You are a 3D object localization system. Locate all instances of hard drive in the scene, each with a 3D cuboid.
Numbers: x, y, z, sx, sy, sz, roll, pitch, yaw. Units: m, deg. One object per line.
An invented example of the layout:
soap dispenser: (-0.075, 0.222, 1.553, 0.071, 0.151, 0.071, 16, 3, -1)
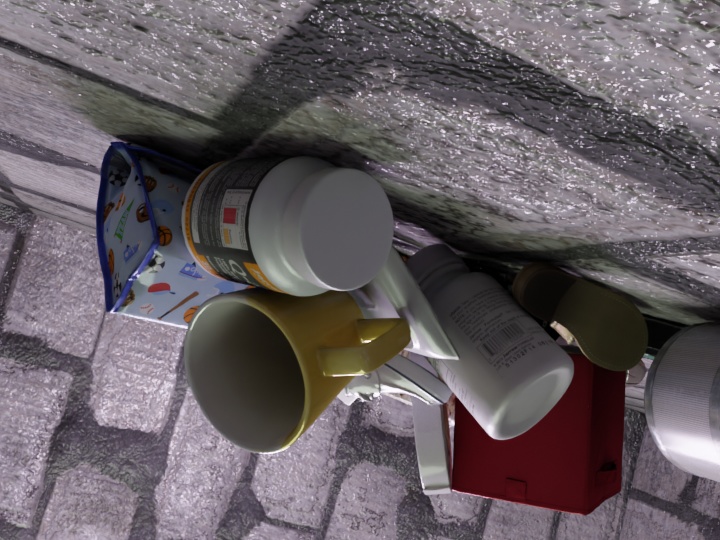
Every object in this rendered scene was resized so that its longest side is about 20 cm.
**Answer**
hard drive: (0.397, 0.096, 1.015, 0.196, 0.039, 0.140, 14, 173, 21)

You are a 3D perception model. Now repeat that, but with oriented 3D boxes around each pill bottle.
pill bottle: (-0.067, -0.040, 0.710, 0.115, 0.119, 0.198, 21, 173, -36)
pill bottle: (0.122, 0.068, 0.866, 0.201, 0.115, 0.114, 50, -166, 33)

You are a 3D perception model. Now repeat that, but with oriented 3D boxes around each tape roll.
tape roll: (0.093, 0.186, 1.055, 0.036, 0.207, 0.203, -6, 170, 7)

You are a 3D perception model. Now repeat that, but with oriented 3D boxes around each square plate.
square plate: (0.003, 0.008, 0.835, 0.200, 0.028, 0.199, 57, 163, -11)

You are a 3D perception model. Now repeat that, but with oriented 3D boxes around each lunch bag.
lunch bag: (-0.186, -0.046, 0.870, 0.168, 0.124, 0.202, 21, -148, -39)

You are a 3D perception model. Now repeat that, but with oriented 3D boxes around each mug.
mug: (-0.053, 0.084, 0.787, 0.185, 0.152, 0.152, 27, -153, 24)

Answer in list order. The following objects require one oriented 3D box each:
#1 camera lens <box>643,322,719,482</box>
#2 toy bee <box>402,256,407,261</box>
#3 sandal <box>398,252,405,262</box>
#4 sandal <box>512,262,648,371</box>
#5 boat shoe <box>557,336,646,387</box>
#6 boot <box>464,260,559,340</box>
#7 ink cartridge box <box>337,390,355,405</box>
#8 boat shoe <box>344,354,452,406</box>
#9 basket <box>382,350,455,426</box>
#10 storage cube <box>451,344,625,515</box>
camera lens: (0.390, 0.134, 0.794, 0.157, 0.163, 0.200, 18, 174, -14)
toy bee: (0.000, 0.000, 1.044, 0.129, 0.111, 0.199, 8, -163, 27)
sandal: (0.036, 0.017, 0.978, 0.199, 0.076, 0.043, 37, -173, -32)
sandal: (0.233, 0.037, 0.892, 0.210, 0.078, 0.070, 29, -168, -32)
boat shoe: (0.315, 0.101, 1.153, 0.197, 0.072, 0.076, 25, 130, -7)
boot: (0.147, 0.039, 1.037, 0.161, 0.075, 0.196, 25, 170, -41)
ink cartridge box: (-0.050, 0.078, 1.127, 0.200, 0.067, 0.117, 43, 132, 0)
boat shoe: (0.005, 0.113, 0.904, 0.197, 0.066, 0.074, 23, 172, 21)
basket: (0.106, 0.120, 1.260, 0.158, 0.204, 0.198, 18, 173, -2)
storage cube: (0.226, 0.186, 1.025, 0.197, 0.184, 0.170, 3, 179, 32)
